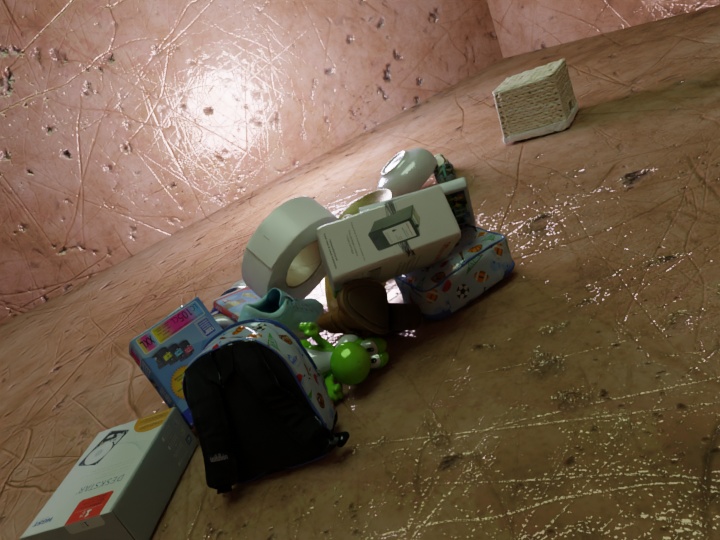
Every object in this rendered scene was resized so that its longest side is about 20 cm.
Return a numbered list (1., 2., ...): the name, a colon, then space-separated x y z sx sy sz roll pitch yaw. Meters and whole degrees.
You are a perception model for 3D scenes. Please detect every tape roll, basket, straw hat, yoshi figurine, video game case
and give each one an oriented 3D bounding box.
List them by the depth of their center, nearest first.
1. yoshi figurine: -0.057 0.142 0.818 0.196 0.113 0.113 -15 39 19
2. video game case: 0.107 -0.092 0.944 0.179 0.022 0.200 -15 -17 13
3. tape roll: -0.120 -0.030 0.973 0.070 0.204 0.202 37 55 20
4. video game case: -0.160 0.077 1.010 0.198 0.018 0.142 24 30 31
5. straw hat: 0.016 -0.102 1.323 0.199 0.085 0.202 -31 26 17
6. basket: 0.518 -0.498 1.586 0.197 0.163 0.198 -7 26 36

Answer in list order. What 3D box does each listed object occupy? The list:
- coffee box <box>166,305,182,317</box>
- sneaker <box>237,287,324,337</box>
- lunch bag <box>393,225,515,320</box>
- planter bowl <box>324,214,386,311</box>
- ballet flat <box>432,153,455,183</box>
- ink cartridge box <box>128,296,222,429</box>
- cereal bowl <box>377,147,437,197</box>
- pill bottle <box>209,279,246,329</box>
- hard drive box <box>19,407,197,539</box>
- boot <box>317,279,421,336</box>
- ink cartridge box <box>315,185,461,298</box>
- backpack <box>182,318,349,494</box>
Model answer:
1. coffee box: -0.339 0.156 1.054 0.044 0.124 0.200 -31 21 -6
2. sneaker: -0.125 0.068 0.914 0.073 0.084 0.199 23 24 26
3. lunch bag: 0.162 -0.002 0.940 0.198 0.077 0.160 -31 19 -11
4. planter bowl: 0.000 0.000 1.040 0.082 0.205 0.200 7 10 -22
5. ballet flat: 0.239 -0.308 1.579 0.073 0.075 0.201 -22 21 6
6. ink cartridge box: -0.272 0.169 0.905 0.136 0.201 0.076 -37 -4 -31
7. cereal bowl: 0.120 -0.279 1.545 0.199 0.083 0.201 -40 21 18
8. pill bottle: -0.249 0.103 1.094 0.114 0.117 0.201 -20 22 11
9. hard drive box: -0.348 0.309 0.775 0.153 0.078 0.201 -21 22 13
10. boot: -0.013 0.065 0.859 0.153 0.079 0.198 -7 -11 36
11. ink cartridge box: 0.038 -0.039 0.827 0.196 0.086 0.146 -20 -12 -6
12. backpack: -0.134 0.163 0.718 0.197 0.193 0.155 -23 20 7
